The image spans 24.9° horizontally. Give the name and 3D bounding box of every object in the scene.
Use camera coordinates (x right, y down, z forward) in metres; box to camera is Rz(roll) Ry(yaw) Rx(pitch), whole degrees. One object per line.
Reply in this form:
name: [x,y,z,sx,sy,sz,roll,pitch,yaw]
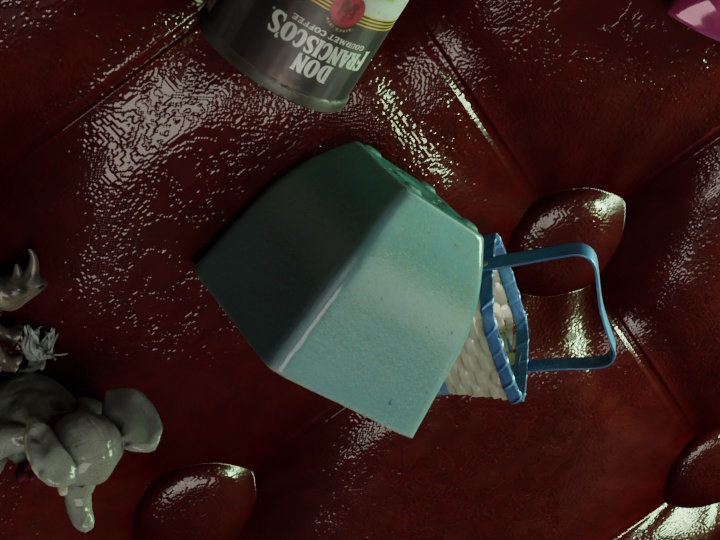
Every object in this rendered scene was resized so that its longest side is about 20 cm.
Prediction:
plush elephant: [-0.281,0.170,1.543,0.164,0.155,0.201,-12,127,-38]
basket: [0.153,0.045,1.658,0.198,0.140,0.177,-3,135,16]
rhino figurine: [-0.353,0.060,1.495,0.087,0.060,0.201,25,110,-34]
plant pot: [0.000,0.000,1.538,0.196,0.196,0.201,30,100,-39]
high heel: [0.371,-0.213,1.611,0.096,0.067,0.201,-38,129,-7]
coffee can: [-0.024,-0.254,1.340,0.146,0.147,0.201,18,117,-35]
